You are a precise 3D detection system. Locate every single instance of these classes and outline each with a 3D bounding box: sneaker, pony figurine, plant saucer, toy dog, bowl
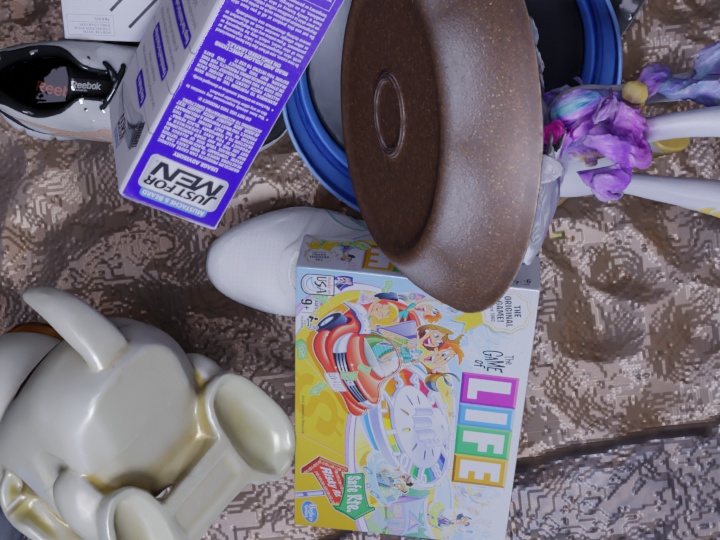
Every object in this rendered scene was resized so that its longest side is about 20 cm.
[{"bbox_3d":[-0.139,-0.105,0.787,0.200,0.080,0.074,2,90,3],"label":"sneaker"},{"bbox_3d":[0.000,0.000,0.780,0.200,0.080,0.071,5,94,6],"label":"sneaker"},{"bbox_3d":[0.113,-0.071,0.665,0.200,0.193,0.167,-6,69,-1],"label":"pony figurine"},{"bbox_3d":[0.028,-0.077,0.619,0.037,0.200,0.201,-6,92,-18],"label":"plant saucer"},{"bbox_3d":[-0.177,0.095,0.752,0.194,0.200,0.140,52,57,-33],"label":"toy dog"},{"bbox_3d":[0.052,-0.118,0.748,0.200,0.039,0.201,-2,122,-3],"label":"bowl"}]

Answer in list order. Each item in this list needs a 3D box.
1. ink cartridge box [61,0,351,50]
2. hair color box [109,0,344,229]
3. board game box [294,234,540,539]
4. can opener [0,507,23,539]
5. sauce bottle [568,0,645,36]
[{"bbox_3d":[-0.080,-0.186,0.759,0.200,0.044,0.094,3,122,2],"label":"ink cartridge box"},{"bbox_3d":[-0.066,-0.136,0.685,0.065,0.109,0.200,22,116,-26],"label":"hair color box"},{"bbox_3d":[0.029,0.076,0.751,0.134,0.034,0.200,5,125,4],"label":"board game box"},{"bbox_3d":[-0.322,0.165,0.834,0.200,0.053,0.067,15,61,4],"label":"can opener"},{"bbox_3d":[0.084,-0.209,0.774,0.200,0.066,0.066,33,94,0],"label":"sauce bottle"}]
